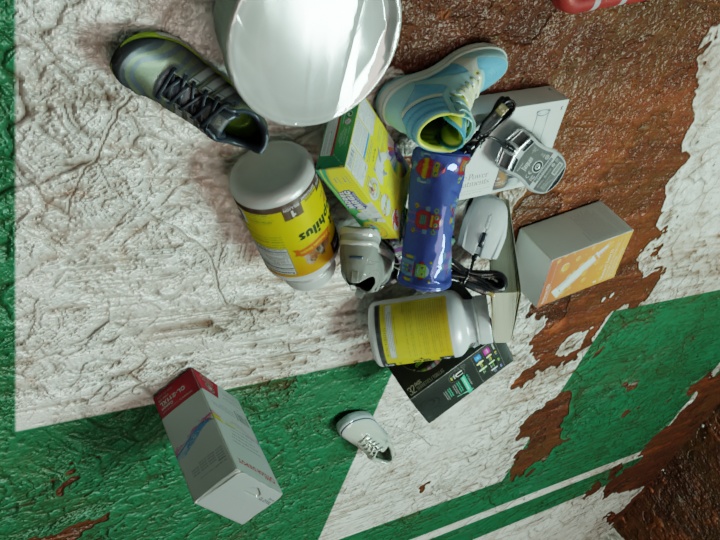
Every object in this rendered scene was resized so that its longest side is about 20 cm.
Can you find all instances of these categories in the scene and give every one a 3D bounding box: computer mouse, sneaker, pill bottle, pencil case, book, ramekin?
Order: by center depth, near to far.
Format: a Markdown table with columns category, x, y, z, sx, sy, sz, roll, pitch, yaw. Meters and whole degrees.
| category | x | y | z | sx | sy | sz | roll | pitch | yaw |
| --- | --- | --- | --- | --- | --- | --- | --- | --- | --- |
| ramekin | -0.063 | -0.263 | 0.752 | 0.201 | 0.094 | 0.204 | -21 | 139 | -19 |
| sneaker | -0.171 | -0.186 | 0.758 | 0.199 | 0.081 | 0.074 | 17 | 118 | -46 |
| sneaker | 0.133 | -0.217 | 0.920 | 0.199 | 0.131 | 0.080 | -28 | 139 | -11 |
| pill bottle | -0.090 | -0.062 | 0.924 | 0.109 | 0.110 | 0.201 | -29 | 142 | -9 |
| pencil case | 0.100 | -0.074 | 0.969 | 0.087 | 0.077 | 0.202 | -31 | 130 | -68 |
| sneaker | 0.000 | 0.000 | 0.986 | 0.074 | 0.083 | 0.200 | 5 | 168 | 13 |
| computer mouse | 0.226 | -0.171 | 1.034 | 0.199 | 0.044 | 0.110 | 23 | 108 | -41 |
| computer mouse | 0.185 | -0.056 | 1.087 | 0.109 | 0.201 | 0.044 | 20 | 144 | -1 |
| sneaker | 0.051 | -0.026 | 1.096 | 0.199 | 0.078 | 0.140 | 19 | 116 | -46 |
| book | 0.231 | 0.000 | 1.176 | 0.047 | 0.201 | 0.134 | -1 | 140 | 7 |
| pill bottle | 0.117 | 0.094 | 1.185 | 0.198 | 0.113 | 0.112 | -9 | 142 | 10 |
| sneaker | 0.021 | 0.347 | 1.459 | 0.073 | 0.071 | 0.200 | -41 | 142 | 6 |

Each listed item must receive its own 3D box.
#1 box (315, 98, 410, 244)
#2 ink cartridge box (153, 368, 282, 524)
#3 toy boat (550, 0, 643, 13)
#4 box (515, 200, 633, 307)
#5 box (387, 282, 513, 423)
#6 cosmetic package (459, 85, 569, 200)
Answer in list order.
| category | x | y | z | sx | sy | sz | roll | pitch | yaw |
| --- | --- | --- | --- | --- | --- | --- | --- | --- | --- |
| box | 0.015 | -0.127 | 0.938 | 0.048 | 0.118 | 0.200 | -2 | 152 | 29 |
| ink cartridge box | -0.220 | 0.271 | 1.090 | 0.083 | 0.200 | 0.146 | -36 | 142 | 0 |
| toy boat | 0.346 | -0.390 | 0.907 | 0.198 | 0.131 | 0.131 | -18 | 139 | -22 |
| box | 0.394 | -0.032 | 1.337 | 0.198 | 0.098 | 0.125 | -19 | 139 | -21 |
| box | 0.151 | 0.147 | 1.291 | 0.199 | 0.149 | 0.125 | -37 | 142 | -1 |
| cosmetic package | 0.206 | -0.191 | 1.071 | 0.198 | 0.052 | 0.152 | -15 | 134 | -26 |
